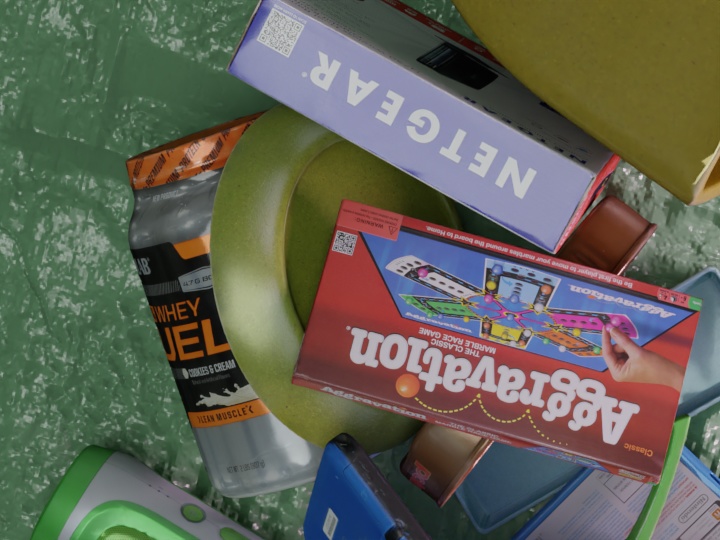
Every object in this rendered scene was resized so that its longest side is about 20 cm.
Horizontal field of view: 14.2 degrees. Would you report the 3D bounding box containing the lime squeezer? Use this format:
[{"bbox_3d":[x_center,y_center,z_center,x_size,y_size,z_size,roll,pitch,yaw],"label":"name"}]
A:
[{"bbox_3d":[0.178,0.186,1.635,0.070,0.038,0.201,-21,101,-19],"label":"lime squeezer"}]

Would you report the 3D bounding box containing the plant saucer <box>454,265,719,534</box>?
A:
[{"bbox_3d":[0.136,0.074,1.655,0.199,0.019,0.070,-31,93,13],"label":"plant saucer"}]

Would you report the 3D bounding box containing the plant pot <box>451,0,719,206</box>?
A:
[{"bbox_3d":[0.152,-0.173,1.525,0.199,0.195,0.195,30,104,11],"label":"plant pot"}]

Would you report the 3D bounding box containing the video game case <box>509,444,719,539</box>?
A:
[{"bbox_3d":[0.186,0.197,1.658,0.200,0.018,0.143,43,105,-3],"label":"video game case"}]

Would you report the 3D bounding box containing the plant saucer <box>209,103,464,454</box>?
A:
[{"bbox_3d":[0.000,0.000,1.580,0.031,0.200,0.201,-13,98,42],"label":"plant saucer"}]

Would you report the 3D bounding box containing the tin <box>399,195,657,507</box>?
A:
[{"bbox_3d":[0.091,0.043,1.586,0.042,0.112,0.200,36,72,9],"label":"tin"}]

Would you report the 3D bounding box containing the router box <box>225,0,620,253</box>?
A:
[{"bbox_3d":[0.043,-0.091,1.560,0.199,0.179,0.049,29,105,4],"label":"router box"}]

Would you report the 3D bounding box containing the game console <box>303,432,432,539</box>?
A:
[{"bbox_3d":[0.066,0.156,1.572,0.118,0.200,0.171,-33,77,-16],"label":"game console"}]

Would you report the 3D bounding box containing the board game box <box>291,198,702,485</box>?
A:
[{"bbox_3d":[0.072,0.037,1.517,0.199,0.019,0.103,15,72,1],"label":"board game box"}]

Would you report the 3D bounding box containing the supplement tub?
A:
[{"bbox_3d":[-0.057,0.017,1.628,0.122,0.123,0.201,-17,95,13],"label":"supplement tub"}]

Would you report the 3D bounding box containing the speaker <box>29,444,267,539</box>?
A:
[{"bbox_3d":[-0.091,0.183,1.683,0.199,0.088,0.089,30,104,4],"label":"speaker"}]
